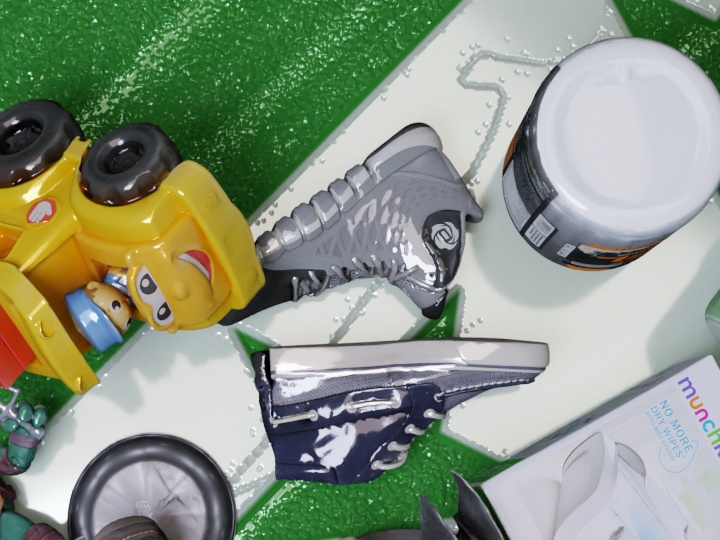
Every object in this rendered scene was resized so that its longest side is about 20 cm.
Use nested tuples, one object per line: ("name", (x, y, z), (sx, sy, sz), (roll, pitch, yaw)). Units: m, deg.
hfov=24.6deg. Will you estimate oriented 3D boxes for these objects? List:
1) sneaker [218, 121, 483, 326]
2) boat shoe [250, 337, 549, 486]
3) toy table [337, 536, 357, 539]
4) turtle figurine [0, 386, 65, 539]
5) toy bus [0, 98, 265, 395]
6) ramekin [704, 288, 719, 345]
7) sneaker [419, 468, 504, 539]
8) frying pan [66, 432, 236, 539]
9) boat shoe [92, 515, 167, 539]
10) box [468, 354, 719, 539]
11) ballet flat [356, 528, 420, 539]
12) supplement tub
("sneaker", (0.000, 0.000, 1.106), (0.200, 0.075, 0.116), (-38, 87, -7))
("boat shoe", (0.028, 0.093, 1.101), (0.198, 0.075, 0.094), (-3, 89, 6))
("toy table", (-0.007, 0.251, 0.974), (0.199, 0.184, 0.118), (-22, 105, 10))
("turtle figurine", (-0.255, 0.146, 1.066), (0.149, 0.101, 0.200), (-37, 68, -11))
("toy bus", (-0.188, 0.009, 1.012), (0.199, 0.136, 0.192), (13, 54, 33))
("ramekin", (0.313, 0.055, 1.048), (0.200, 0.200, 0.098), (44, 90, 4))
("sneaker", (0.074, 0.226, 1.048), (0.060, 0.201, 0.104), (-30, 53, -26))
("frying pan", (-0.177, 0.167, 1.104), (0.188, 0.031, 0.116), (-1, 81, -4))
("boat shoe", (-0.129, 0.248, 1.031), (0.074, 0.073, 0.202), (-17, 118, -33))
("box", (0.190, 0.185, 1.068), (0.176, 0.097, 0.201), (-27, 85, -8))
("ballet flat", (-0.022, 0.225, 1.094), (0.199, 0.046, 0.068), (-20, 60, -9))
("supplement tub", (0.156, -0.067, 1.054), (0.121, 0.200, 0.124), (0, 83, 0))
